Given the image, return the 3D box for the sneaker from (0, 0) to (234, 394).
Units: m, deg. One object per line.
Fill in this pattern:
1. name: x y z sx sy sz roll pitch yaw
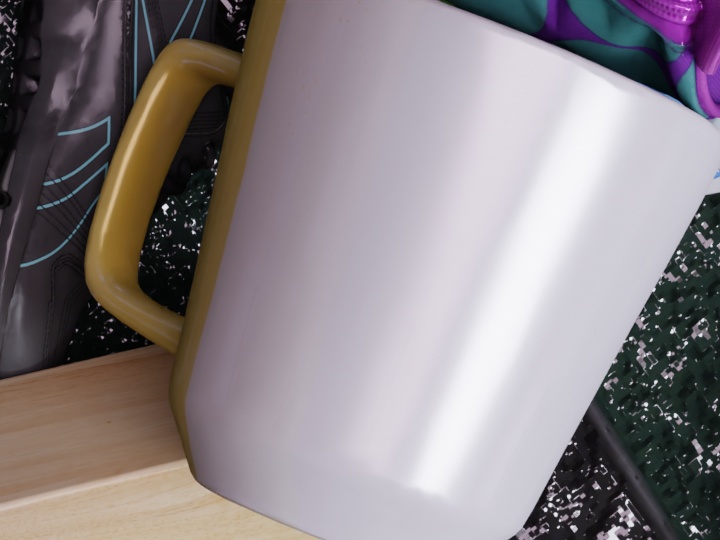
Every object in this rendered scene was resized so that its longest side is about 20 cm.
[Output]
1. sneaker: -0.085 -0.038 0.986 0.079 0.075 0.201 14 92 -15

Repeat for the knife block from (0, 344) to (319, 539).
1. knife block: -0.042 0.055 0.971 0.176 0.064 0.200 -47 131 8

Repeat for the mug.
1. mug: 0.009 0.003 0.899 0.149 0.186 0.154 21 89 -20

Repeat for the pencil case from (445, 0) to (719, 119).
1. pencil case: 0.033 -0.116 0.881 0.199 0.092 0.085 23 113 16

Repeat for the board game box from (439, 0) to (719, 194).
1. board game box: 0.042 -0.114 0.964 0.150 0.047 0.201 -11 108 34
